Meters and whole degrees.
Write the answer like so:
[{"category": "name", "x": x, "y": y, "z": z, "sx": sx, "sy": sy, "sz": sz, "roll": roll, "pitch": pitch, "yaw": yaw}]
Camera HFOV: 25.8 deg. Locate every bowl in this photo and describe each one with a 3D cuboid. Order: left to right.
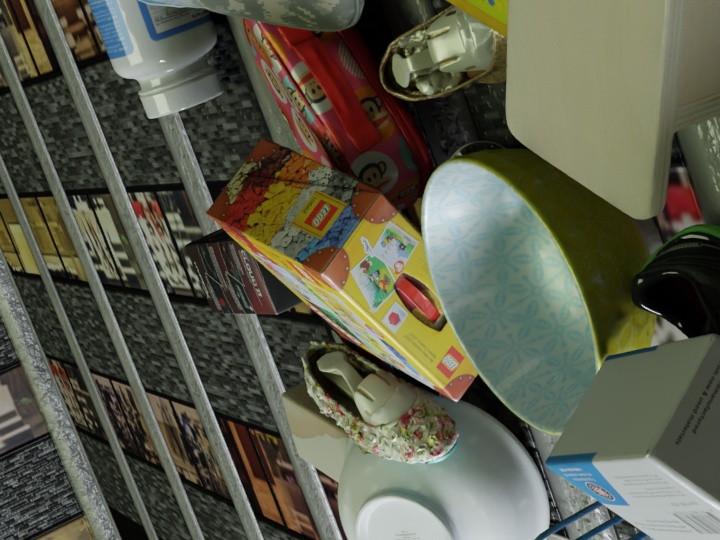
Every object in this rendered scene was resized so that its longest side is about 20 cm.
[{"category": "bowl", "x": 0.056, "y": 0.214, "z": 1.368, "sx": 0.201, "sy": 0.090, "sz": 0.201, "roll": 12, "pitch": 118, "yaw": 24}, {"category": "bowl", "x": 0.138, "y": -0.001, "z": 1.058, "sx": 0.200, "sy": 0.108, "sz": 0.200, "roll": 48, "pitch": 152, "yaw": 35}]

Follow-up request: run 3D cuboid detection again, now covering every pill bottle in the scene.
[{"category": "pill bottle", "x": -0.210, "y": -0.259, "z": 1.574, "sx": 0.112, "sy": 0.112, "sz": 0.200, "roll": 10, "pitch": 121, "yaw": 64}]

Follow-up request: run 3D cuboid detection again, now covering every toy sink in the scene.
[{"category": "toy sink", "x": 0.162, "y": -0.151, "z": 0.846, "sx": 0.130, "sy": 0.112, "sz": 0.200, "roll": 41, "pitch": 143, "yaw": 45}]

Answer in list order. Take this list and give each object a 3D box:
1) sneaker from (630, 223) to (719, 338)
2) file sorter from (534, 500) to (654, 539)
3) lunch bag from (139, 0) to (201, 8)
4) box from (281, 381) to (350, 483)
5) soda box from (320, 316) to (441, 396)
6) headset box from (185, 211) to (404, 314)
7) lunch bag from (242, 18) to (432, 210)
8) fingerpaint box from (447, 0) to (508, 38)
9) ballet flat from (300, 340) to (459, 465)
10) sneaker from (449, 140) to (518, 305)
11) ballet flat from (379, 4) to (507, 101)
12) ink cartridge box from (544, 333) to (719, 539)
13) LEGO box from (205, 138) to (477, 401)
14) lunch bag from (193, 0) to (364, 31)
[{"category": "sneaker", "x": 0.236, "y": 0.050, "z": 0.919, "sx": 0.200, "sy": 0.084, "sz": 0.077, "roll": 41, "pitch": 149, "yaw": 42}, {"category": "file sorter", "x": 0.225, "y": 0.232, "z": 1.087, "sx": 0.200, "sy": 0.123, "sz": 0.139, "roll": -3, "pitch": 109, "yaw": 67}, {"category": "lunch bag", "x": -0.204, "y": -0.339, "z": 1.410, "sx": 0.169, "sy": 0.127, "sz": 0.200, "roll": 13, "pitch": 124, "yaw": 32}, {"category": "box", "x": 0.012, "y": 0.161, "z": 1.535, "sx": 0.200, "sy": 0.095, "sz": 0.078, "roll": 20, "pitch": 130, "yaw": 58}, {"category": "soda box", "x": 0.034, "y": 0.046, "z": 1.391, "sx": 0.200, "sy": 0.071, "sz": 0.063, "roll": 21, "pitch": 138, "yaw": 60}, {"category": "headset box", "x": -0.053, "y": -0.022, "z": 1.416, "sx": 0.200, "sy": 0.149, "sz": 0.075, "roll": -3, "pitch": 110, "yaw": 66}, {"category": "lunch bag", "x": -0.021, "y": -0.138, "z": 1.251, "sx": 0.200, "sy": 0.082, "sz": 0.176, "roll": 58, "pitch": 177, "yaw": 8}, {"category": "fingerpaint box", "x": 0.083, "y": -0.260, "z": 0.961, "sx": 0.167, "sy": 0.073, "sz": 0.200, "roll": 41, "pitch": 147, "yaw": 44}, {"category": "ballet flat", "x": 0.006, "y": 0.109, "z": 1.342, "sx": 0.200, "sy": 0.076, "sz": 0.064, "roll": 21, "pitch": 148, "yaw": 54}, {"category": "sneaker", "x": 0.117, "y": -0.001, "z": 1.182, "sx": 0.080, "sy": 0.074, "sz": 0.200, "roll": 172, "pitch": 79, "yaw": -82}, {"category": "ballet flat", "x": 0.069, "y": -0.155, "z": 1.113, "sx": 0.071, "sy": 0.065, "sz": 0.200, "roll": 67, "pitch": 158, "yaw": 1}, {"category": "ink cartridge box", "x": 0.228, "y": 0.130, "z": 0.900, "sx": 0.200, "sy": 0.084, "sz": 0.145, "roll": 35, "pitch": 164, "yaw": -8}, {"category": "LEGO box", "x": 0.000, "y": 0.000, "z": 1.212, "sx": 0.149, "sy": 0.077, "sz": 0.200, "roll": 27, "pitch": 168, "yaw": 45}, {"category": "lunch bag", "x": -0.046, "y": -0.290, "z": 1.095, "sx": 0.200, "sy": 0.139, "sz": 0.168, "roll": 87, "pitch": -167, "yaw": -62}]
